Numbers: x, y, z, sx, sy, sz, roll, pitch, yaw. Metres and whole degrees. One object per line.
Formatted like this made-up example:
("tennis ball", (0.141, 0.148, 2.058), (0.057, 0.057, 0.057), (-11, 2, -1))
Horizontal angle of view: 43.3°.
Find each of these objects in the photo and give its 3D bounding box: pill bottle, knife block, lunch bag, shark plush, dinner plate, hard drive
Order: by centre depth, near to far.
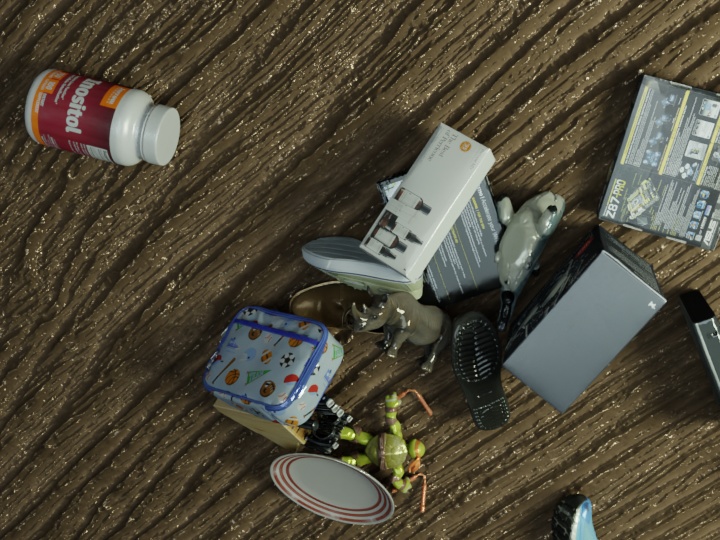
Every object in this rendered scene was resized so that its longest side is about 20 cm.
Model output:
("hard drive", (0.481, 0.137, 1.210), (0.033, 0.140, 0.201), (-22, 98, 15))
("shark plush", (0.232, -0.013, 1.230), (0.091, 0.083, 0.201), (3, 80, 37))
("lunch bag", (-0.130, 0.130, 1.312), (0.200, 0.076, 0.161), (12, 66, 39))
("pill bottle", (-0.371, -0.218, 1.317), (0.199, 0.113, 0.113), (14, 106, 8))
("knife block", (-0.115, 0.201, 1.337), (0.200, 0.176, 0.064), (28, 63, 4))
("dinner plate", (-0.042, 0.328, 1.385), (0.199, 0.024, 0.200), (12, 140, 10))

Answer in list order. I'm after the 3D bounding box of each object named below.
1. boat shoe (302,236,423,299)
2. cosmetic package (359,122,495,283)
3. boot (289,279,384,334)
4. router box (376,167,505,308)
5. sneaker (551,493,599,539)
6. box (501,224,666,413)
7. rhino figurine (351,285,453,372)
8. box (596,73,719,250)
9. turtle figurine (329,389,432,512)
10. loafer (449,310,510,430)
("boat shoe", (0.000, 0.000, 1.292), (0.200, 0.072, 0.062), (14, 125, 35))
("cosmetic package", (0.089, -0.090, 1.206), (0.082, 0.051, 0.200), (32, 88, 20))
("boot", (-0.014, 0.059, 1.330), (0.199, 0.075, 0.074), (1, 105, 13))
("router box", (0.126, -0.057, 1.283), (0.149, 0.051, 0.201), (-18, 99, 13))
("sneaker", (0.342, 0.423, 1.357), (0.090, 0.078, 0.201), (-10, 105, -5))
("box", (0.294, 0.058, 1.209), (0.104, 0.182, 0.200), (38, 107, 1))
("rhino figurine", (0.055, 0.073, 1.237), (0.060, 0.200, 0.088), (30, 93, 49))
("box", (0.420, -0.143, 1.204), (0.161, 0.049, 0.201), (15, 106, 6))
("turtle figurine", (0.031, 0.280, 1.378), (0.161, 0.064, 0.201), (-2, 104, 13))
("loafer", (0.162, 0.136, 1.291), (0.073, 0.071, 0.201), (-15, 120, -3))
